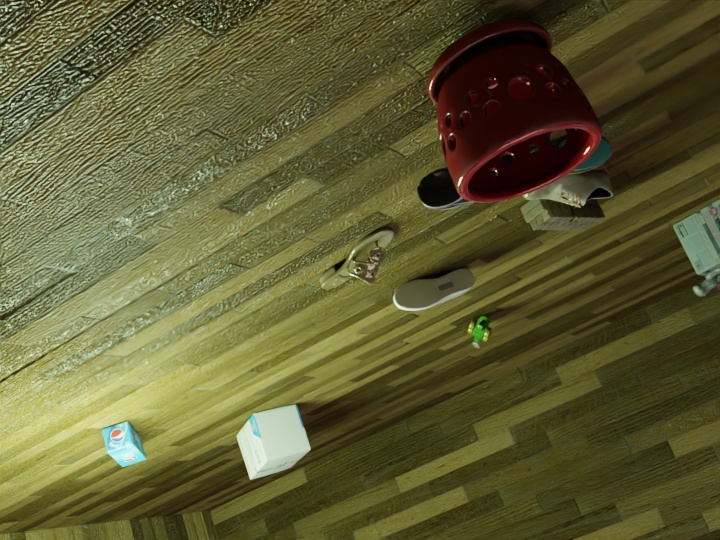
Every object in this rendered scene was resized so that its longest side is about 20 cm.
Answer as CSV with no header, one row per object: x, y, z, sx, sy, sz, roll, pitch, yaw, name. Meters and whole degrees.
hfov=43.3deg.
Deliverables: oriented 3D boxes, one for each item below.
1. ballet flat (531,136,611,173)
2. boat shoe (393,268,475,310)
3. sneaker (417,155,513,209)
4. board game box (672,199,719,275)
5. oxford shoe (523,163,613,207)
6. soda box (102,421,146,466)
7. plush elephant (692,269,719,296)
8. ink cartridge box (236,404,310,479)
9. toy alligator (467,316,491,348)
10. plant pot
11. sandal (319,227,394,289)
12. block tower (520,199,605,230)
0.346,-0.195,1.614,0.200,0.071,0.071,-18,160,-9,ballet flat
0.163,0.049,2.056,0.200,0.072,0.069,-23,161,-21,boat shoe
0.191,-0.154,1.545,0.199,0.081,0.086,-12,172,-1,sneaker
0.913,-0.097,2.276,0.200,0.148,0.064,-34,155,33,board game box
0.399,-0.157,1.731,0.200,0.074,0.071,-14,159,-19,oxford shoe
-0.604,0.447,2.324,0.068,0.064,0.200,-16,159,-10,soda box
1.189,0.033,2.872,0.200,0.165,0.155,-53,170,4,plush elephant
-0.261,0.511,2.700,0.144,0.148,0.200,-10,158,-28,ink cartridge box
0.338,0.166,2.540,0.054,0.059,0.200,-59,166,-15,toy alligator
0.192,-0.213,1.207,0.200,0.183,0.200,-19,160,-7,plant pot
0.004,0.000,1.758,0.078,0.070,0.212,0,151,-45,sandal
0.422,-0.119,1.882,0.200,0.054,0.058,-3,154,-39,block tower
